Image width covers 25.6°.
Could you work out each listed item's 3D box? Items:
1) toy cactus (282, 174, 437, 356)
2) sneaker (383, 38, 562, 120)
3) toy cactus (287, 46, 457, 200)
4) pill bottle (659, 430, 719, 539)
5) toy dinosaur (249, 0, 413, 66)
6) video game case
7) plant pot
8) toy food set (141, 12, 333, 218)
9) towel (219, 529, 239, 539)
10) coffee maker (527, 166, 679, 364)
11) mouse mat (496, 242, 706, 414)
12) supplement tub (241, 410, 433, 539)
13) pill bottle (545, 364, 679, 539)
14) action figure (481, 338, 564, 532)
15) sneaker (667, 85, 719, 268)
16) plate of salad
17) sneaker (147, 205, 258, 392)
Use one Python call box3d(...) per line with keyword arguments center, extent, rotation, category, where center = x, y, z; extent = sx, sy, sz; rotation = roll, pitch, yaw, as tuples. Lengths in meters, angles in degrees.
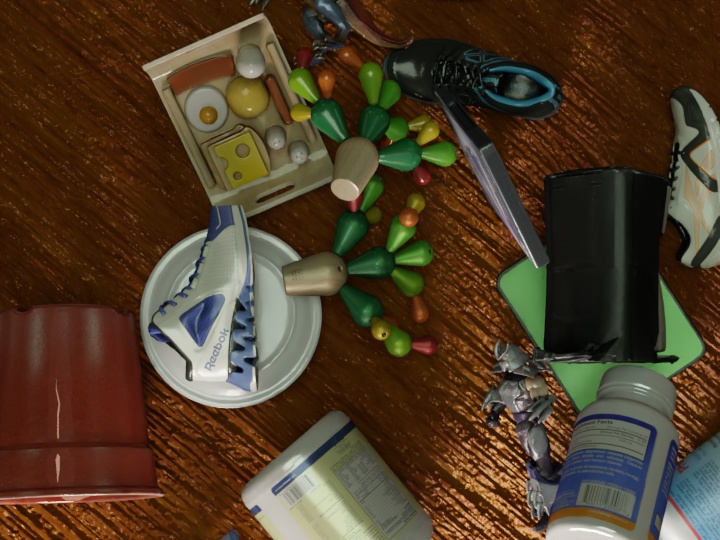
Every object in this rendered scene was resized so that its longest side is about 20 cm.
box3d(center=(0.000, 0.000, 1.692), extent=(0.163, 0.102, 0.202), rotation=(-10, 91, -4), category="toy cactus")
box3d(center=(0.122, -0.212, 1.710), extent=(0.198, 0.082, 0.074), rotation=(9, 92, 5), category="sneaker")
box3d(center=(0.000, -0.139, 1.662), extent=(0.199, 0.102, 0.166), rotation=(34, 49, -14), category="toy cactus")
box3d(center=(0.368, 0.246, 1.670), extent=(0.199, 0.109, 0.109), rotation=(-36, 87, 1), category="pill bottle")
box3d(center=(-0.056, -0.319, 1.732), extent=(0.198, 0.105, 0.183), rotation=(-1, 77, -18), category="toy dinosaur")
box3d(center=(0.133, -0.099, 1.626), extent=(0.019, 0.200, 0.144), rotation=(-28, 115, 1), category="video game case")
box3d(center=(-0.308, 0.142, 1.668), extent=(0.199, 0.201, 0.197), rotation=(-3, 81, 3), category="plant pot")
box3d(center=(-0.128, -0.160, 1.705), extent=(0.142, 0.060, 0.201), rotation=(-23, 110, 2), category="toy food set")
box3d(center=(-0.182, 0.388, 1.685), extent=(0.200, 0.147, 0.024), rotation=(-44, 129, 6), category="towel")
box3d(center=(0.253, -0.004, 1.638), extent=(0.133, 0.192, 0.202), rotation=(-2, 85, 19), category="coffee maker")
box3d(center=(0.263, 0.049, 1.732), extent=(0.160, 0.008, 0.201), rotation=(-33, 87, 1), category="mouse mat")
box3d(center=(-0.014, 0.265, 1.670), extent=(0.145, 0.145, 0.200), rotation=(-40, 87, 1), category="supplement tub")
box3d(center=(0.264, 0.203, 1.624), extent=(0.111, 0.112, 0.201), rotation=(19, 58, 3), category="pill bottle")
box3d(center=(0.178, 0.167, 1.680), extent=(0.069, 0.130, 0.202), rotation=(-19, 96, -8), category="action figure")
box3d(center=(0.357, -0.097, 1.700), extent=(0.079, 0.074, 0.202), rotation=(-13, 87, 4), category="sneaker")
box3d(center=(-0.141, 0.051, 1.733), extent=(0.198, 0.048, 0.202), rotation=(0, 77, -1), category="plate of salad")
box3d(center=(-0.167, 0.030, 1.672), extent=(0.114, 0.081, 0.201), rotation=(-3, 80, -4), category="sneaker")
